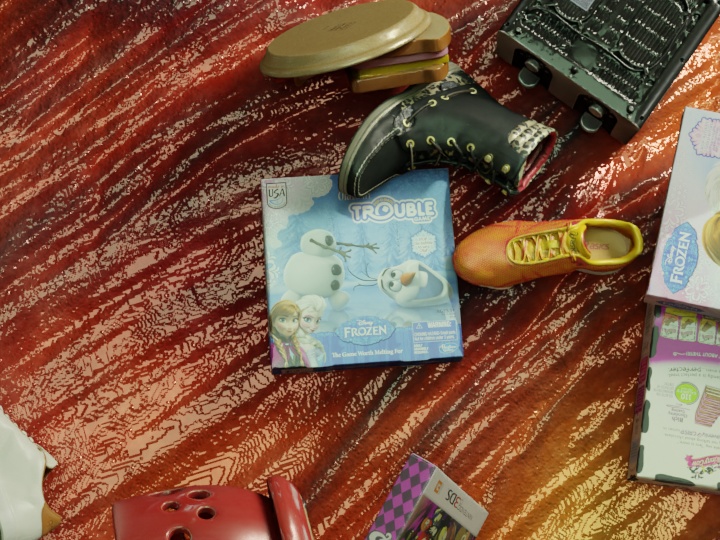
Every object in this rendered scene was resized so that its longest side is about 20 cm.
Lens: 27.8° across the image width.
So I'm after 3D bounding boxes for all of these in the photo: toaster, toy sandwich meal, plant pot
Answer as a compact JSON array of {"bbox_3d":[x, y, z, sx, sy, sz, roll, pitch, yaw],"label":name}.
[{"bbox_3d":[0.259,-0.258,1.519,0.180,0.119,0.201,35,81,5],"label":"toaster"},{"bbox_3d":[-0.004,-0.220,1.499,0.203,0.205,0.071,-19,112,-4],"label":"toy sandwich meal"},{"bbox_3d":[-0.128,0.297,1.367,0.181,0.201,0.202,-12,79,-6],"label":"plant pot"}]

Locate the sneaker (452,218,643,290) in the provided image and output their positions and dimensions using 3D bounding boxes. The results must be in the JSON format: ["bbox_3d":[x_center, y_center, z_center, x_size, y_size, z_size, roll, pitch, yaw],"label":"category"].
[{"bbox_3d":[0.191,-0.027,1.485,0.198,0.077,0.074,-9,77,-9],"label":"sneaker"}]

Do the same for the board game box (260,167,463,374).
[{"bbox_3d":[0.000,0.000,1.504,0.198,0.043,0.201,-4,78,-2],"label":"board game box"}]

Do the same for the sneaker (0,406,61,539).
[{"bbox_3d":[-0.358,0.180,1.464,0.084,0.073,0.202,-11,71,-34],"label":"sneaker"}]

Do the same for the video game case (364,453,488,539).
[{"bbox_3d":[0.040,0.290,1.382,0.036,0.181,0.201,24,78,29],"label":"video game case"}]

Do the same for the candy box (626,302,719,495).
[{"bbox_3d":[0.351,0.123,1.475,0.135,0.061,0.202,9,78,2],"label":"candy box"}]

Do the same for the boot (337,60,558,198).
[{"bbox_3d":[0.089,-0.119,1.472,0.153,0.074,0.203,33,57,23],"label":"boot"}]

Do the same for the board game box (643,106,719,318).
[{"bbox_3d":[0.399,-0.046,1.447,0.197,0.041,0.202,11,79,10],"label":"board game box"}]
